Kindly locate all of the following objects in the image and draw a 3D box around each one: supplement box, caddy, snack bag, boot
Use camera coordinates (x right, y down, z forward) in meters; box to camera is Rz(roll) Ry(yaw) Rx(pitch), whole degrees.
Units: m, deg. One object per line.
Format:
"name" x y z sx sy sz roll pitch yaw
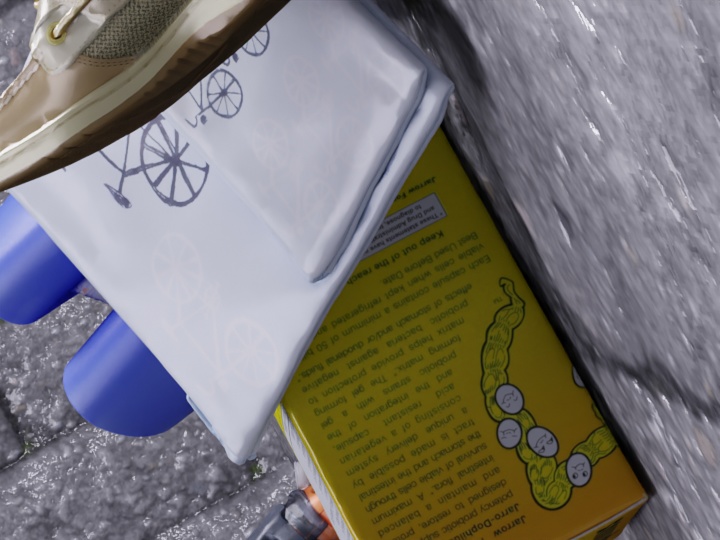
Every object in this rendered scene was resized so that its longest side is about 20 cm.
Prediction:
"supplement box" 0.017 0.038 1.051 0.201 0.109 0.109 61 174 11
"caddy" -0.087 -0.013 1.218 0.141 0.105 0.200 47 -153 2
"snack bag" -0.067 -0.055 0.984 0.189 0.021 0.201 47 129 23
"boot" -0.102 -0.132 0.908 0.156 0.200 0.073 53 -147 1

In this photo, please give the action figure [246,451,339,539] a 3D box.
"action figure" -0.036 0.160 1.611 0.104 0.194 0.200 32 171 -10
